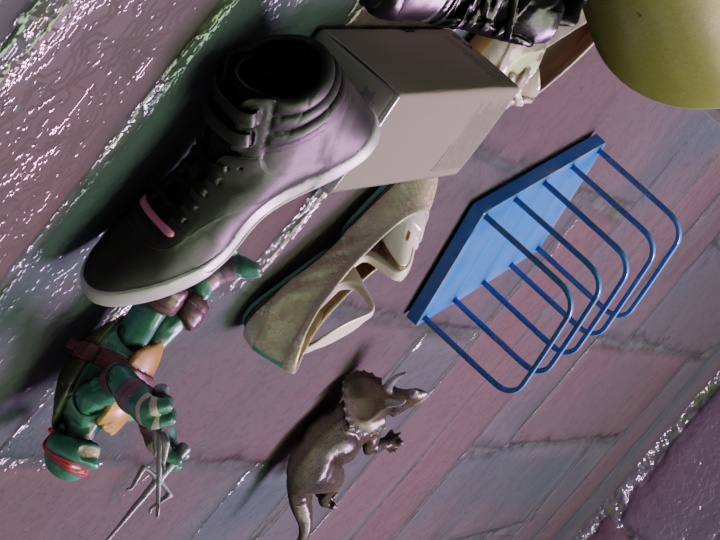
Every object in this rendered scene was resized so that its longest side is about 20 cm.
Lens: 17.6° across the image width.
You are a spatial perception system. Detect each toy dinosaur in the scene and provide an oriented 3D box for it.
[{"bbox_3d":[-0.026,0.154,1.997,0.200,0.077,0.102,-44,153,6],"label":"toy dinosaur"}]

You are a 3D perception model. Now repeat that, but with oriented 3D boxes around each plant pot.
[{"bbox_3d":[0.208,-0.231,1.513,0.187,0.187,0.200,-47,149,0],"label":"plant pot"}]

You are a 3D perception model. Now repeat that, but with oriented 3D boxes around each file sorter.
[{"bbox_3d":[0.164,-0.002,1.996,0.200,0.123,0.139,-29,156,-48],"label":"file sorter"}]

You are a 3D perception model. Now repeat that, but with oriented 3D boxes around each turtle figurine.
[{"bbox_3d":[-0.135,0.069,1.419,0.201,0.100,0.150,-62,180,-4],"label":"turtle figurine"}]

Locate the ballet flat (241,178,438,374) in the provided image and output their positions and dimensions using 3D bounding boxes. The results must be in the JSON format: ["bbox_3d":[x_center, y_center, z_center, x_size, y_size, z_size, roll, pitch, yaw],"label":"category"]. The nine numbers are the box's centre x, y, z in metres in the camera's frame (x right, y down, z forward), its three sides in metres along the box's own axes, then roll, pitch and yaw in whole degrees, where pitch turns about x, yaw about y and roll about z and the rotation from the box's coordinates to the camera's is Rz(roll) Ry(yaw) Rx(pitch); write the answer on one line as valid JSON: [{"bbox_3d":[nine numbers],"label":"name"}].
[{"bbox_3d":[0.000,0.000,1.675,0.200,0.062,0.068,-43,164,-17],"label":"ballet flat"}]

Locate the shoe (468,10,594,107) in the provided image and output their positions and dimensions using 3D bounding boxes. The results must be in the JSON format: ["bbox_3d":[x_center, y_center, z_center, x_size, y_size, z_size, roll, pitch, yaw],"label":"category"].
[{"bbox_3d":[0.126,-0.160,1.640,0.200,0.053,0.070,-41,163,-24],"label":"shoe"}]

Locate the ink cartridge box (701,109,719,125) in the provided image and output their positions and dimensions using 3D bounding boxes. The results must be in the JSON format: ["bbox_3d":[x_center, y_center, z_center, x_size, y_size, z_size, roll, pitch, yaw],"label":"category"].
[{"bbox_3d":[0.339,-0.219,1.891,0.084,0.145,0.200,-25,153,-53],"label":"ink cartridge box"}]

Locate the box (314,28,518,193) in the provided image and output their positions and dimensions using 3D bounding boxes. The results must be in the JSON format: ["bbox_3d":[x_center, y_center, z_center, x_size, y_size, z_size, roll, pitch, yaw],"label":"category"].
[{"bbox_3d":[0.021,-0.104,1.469,0.082,0.068,0.200,-53,163,19],"label":"box"}]

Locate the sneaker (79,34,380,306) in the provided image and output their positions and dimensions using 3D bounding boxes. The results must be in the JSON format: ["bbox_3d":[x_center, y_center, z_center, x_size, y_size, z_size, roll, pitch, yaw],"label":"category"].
[{"bbox_3d":[-0.085,-0.063,1.311,0.199,0.071,0.099,-34,144,-8],"label":"sneaker"}]

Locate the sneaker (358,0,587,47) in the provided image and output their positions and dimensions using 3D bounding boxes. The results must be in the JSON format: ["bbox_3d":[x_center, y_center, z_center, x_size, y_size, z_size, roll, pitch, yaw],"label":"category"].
[{"bbox_3d":[0.082,-0.176,1.418,0.200,0.088,0.076,-25,153,-53],"label":"sneaker"}]
